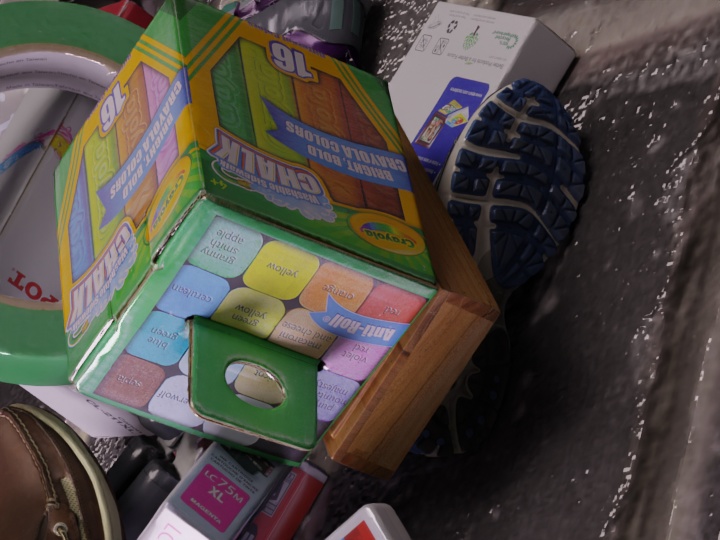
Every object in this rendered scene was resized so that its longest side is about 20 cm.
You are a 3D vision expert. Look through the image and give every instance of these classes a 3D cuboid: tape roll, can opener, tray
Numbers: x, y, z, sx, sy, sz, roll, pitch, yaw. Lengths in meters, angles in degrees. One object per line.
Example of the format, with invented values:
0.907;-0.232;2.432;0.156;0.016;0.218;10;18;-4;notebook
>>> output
-0.165;-0.041;1.263;0.048;0.200;0.201;116;174;-66;tape roll
-0.123;0.104;1.273;0.200;0.067;0.053;-51;32;5;can opener
0.000;0.000;1.154;0.099;0.037;0.200;-57;28;20;tray

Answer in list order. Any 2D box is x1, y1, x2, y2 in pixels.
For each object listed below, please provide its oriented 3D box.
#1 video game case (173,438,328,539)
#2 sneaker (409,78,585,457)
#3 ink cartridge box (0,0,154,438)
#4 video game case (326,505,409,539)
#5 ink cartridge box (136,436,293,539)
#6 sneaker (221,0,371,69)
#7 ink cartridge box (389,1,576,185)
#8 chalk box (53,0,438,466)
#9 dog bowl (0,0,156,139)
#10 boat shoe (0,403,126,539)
-0.107;0.171;1.271;0.143;0.017;0.200;21;78;57;video game case
0.041;-0.006;1.189;0.085;0.077;0.201;-4;57;56;sneaker
-0.140;-0.026;1.360;0.083;0.146;0.200;-9;49;53;ink cartridge box
-0.024;0.215;1.030;0.200;0.017;0.143;-43;64;26;video game case
-0.070;0.113;1.146;0.119;0.042;0.200;-54;1;29;ink cartridge box
-0.079;-0.109;1.445;0.200;0.074;0.088;-30;44;33;sneaker
0.028;-0.047;1.277;0.200;0.039;0.099;-57;32;-6;ink cartridge box
-0.053;-0.005;1.081;0.124;0.124;0.200;-52;31;29;chalk box
-0.190;-0.103;1.492;0.058;0.200;0.201;17;68;10;dog bowl
-0.160;0.148;1.213;0.075;0.075;0.203;-46;55;24;boat shoe
